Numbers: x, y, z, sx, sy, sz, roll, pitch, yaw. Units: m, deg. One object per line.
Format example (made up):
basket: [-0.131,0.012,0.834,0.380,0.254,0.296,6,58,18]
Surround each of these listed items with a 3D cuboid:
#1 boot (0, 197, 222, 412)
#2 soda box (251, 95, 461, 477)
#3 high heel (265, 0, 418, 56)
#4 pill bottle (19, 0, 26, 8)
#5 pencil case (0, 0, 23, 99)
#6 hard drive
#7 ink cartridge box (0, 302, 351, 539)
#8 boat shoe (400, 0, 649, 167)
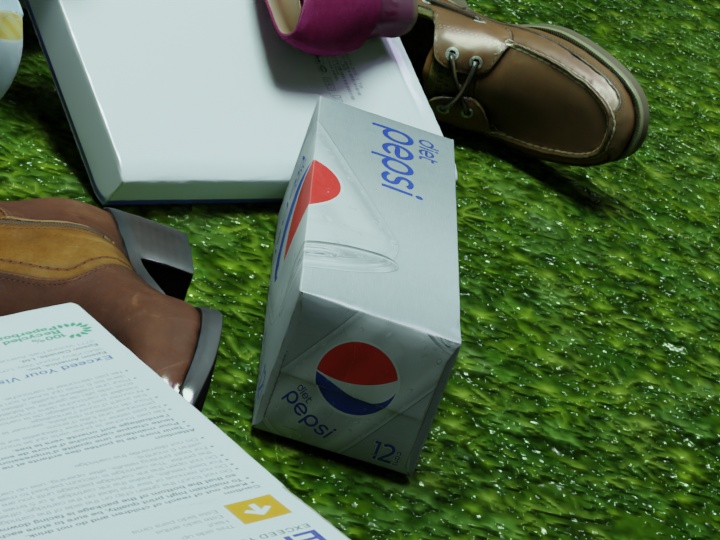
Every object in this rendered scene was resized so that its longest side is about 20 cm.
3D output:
boot: [-0.153,0.007,0.770,0.198,0.069,0.189,13,27,-16]
soda box: [0.000,0.000,0.908,0.068,0.064,0.200,18,25,-7]
high heel: [-0.038,-0.198,1.050,0.096,0.067,0.201,-14,75,-56]
pill bottle: [-0.102,-0.172,1.114,0.199,0.111,0.111,-4,35,-42]
pencil case: [-0.212,-0.097,0.862,0.083,0.091,0.200,50,17,12]
hard drive: [-0.055,-0.092,1.034,0.199,0.025,0.133,-2,61,-41]
ink cartridge box: [-0.129,0.073,0.582,0.195,0.044,0.200,-11,24,-26]
boat shoe: [0.056,-0.102,1.160,0.199,0.073,0.068,26,28,33]
